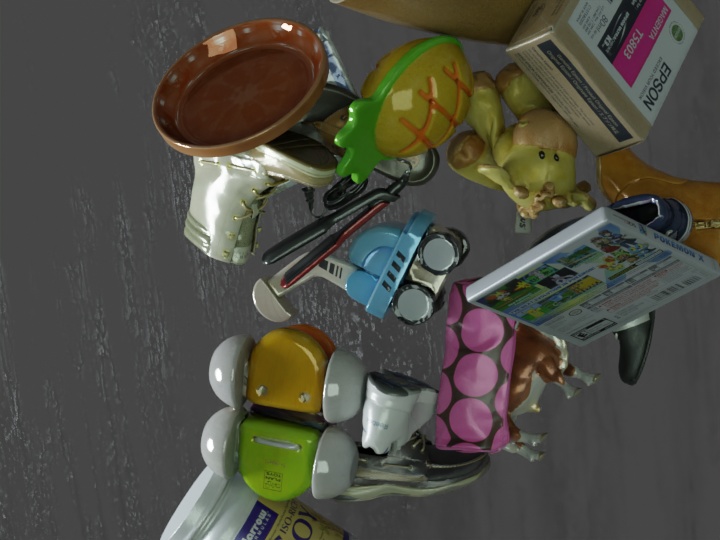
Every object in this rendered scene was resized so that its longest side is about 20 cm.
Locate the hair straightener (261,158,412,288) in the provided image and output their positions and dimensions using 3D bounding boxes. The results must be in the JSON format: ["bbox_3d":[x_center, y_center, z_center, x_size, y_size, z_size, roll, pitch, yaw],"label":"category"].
[{"bbox_3d":[-0.030,-0.066,1.542,0.200,0.041,0.077,-36,110,12],"label":"hair straightener"}]

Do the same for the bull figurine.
[{"bbox_3d":[0.198,0.124,1.624,0.121,0.065,0.200,39,109,25],"label":"bull figurine"}]

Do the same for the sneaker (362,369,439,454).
[{"bbox_3d":[0.037,0.160,1.575,0.074,0.200,0.087,20,92,18],"label":"sneaker"}]

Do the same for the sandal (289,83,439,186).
[{"bbox_3d":[-0.005,-0.147,1.555,0.200,0.055,0.082,26,104,-7],"label":"sandal"}]

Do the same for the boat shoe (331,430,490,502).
[{"bbox_3d":[0.053,0.224,1.648,0.200,0.075,0.073,-8,102,0],"label":"boat shoe"}]

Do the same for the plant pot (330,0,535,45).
[{"bbox_3d":[0.095,-0.324,1.492,0.200,0.186,0.186,26,101,-22],"label":"plant pot"}]

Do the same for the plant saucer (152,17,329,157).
[{"bbox_3d":[-0.127,-0.194,1.509,0.200,0.200,0.032,-23,135,4],"label":"plant saucer"}]

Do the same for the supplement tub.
[{"bbox_3d":[-0.118,0.323,1.630,0.200,0.145,0.145,35,100,-8],"label":"supplement tub"}]

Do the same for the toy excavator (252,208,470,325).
[{"bbox_3d":[0.000,0.000,1.601,0.200,0.100,0.195,28,101,8],"label":"toy excavator"}]

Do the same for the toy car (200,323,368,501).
[{"bbox_3d":[-0.078,0.157,1.587,0.175,0.150,0.200,9,99,11],"label":"toy car"}]

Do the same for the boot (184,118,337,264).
[{"bbox_3d":[-0.113,-0.079,1.529,0.200,0.072,0.155,21,111,35],"label":"boot"}]

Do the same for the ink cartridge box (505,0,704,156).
[{"bbox_3d":[0.262,-0.250,1.479,0.165,0.075,0.200,43,57,-22],"label":"ink cartridge box"}]

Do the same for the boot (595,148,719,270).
[{"bbox_3d":[0.339,-0.089,1.547,0.144,0.071,0.201,-8,77,20],"label":"boot"}]

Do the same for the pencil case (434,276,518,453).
[{"bbox_3d":[0.138,0.108,1.575,0.094,0.091,0.200,7,93,19],"label":"pencil case"}]

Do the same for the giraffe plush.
[{"bbox_3d":[0.184,-0.124,1.529,0.172,0.162,0.200,-11,101,2],"label":"giraffe plush"}]

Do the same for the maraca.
[{"bbox_3d":[0.044,-0.172,1.484,0.200,0.107,0.137,-40,146,-27],"label":"maraca"}]

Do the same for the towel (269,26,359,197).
[{"bbox_3d":[-0.095,-0.168,1.589,0.200,0.024,0.147,-27,103,7],"label":"towel"}]

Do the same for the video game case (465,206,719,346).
[{"bbox_3d":[0.244,0.011,1.477,0.182,0.022,0.200,21,142,-35],"label":"video game case"}]

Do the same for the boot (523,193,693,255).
[{"bbox_3d":[0.248,-0.037,1.497,0.200,0.090,0.073,-23,71,28],"label":"boot"}]

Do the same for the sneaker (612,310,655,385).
[{"bbox_3d":[0.297,0.031,1.612,0.088,0.074,0.200,4,89,6],"label":"sneaker"}]
